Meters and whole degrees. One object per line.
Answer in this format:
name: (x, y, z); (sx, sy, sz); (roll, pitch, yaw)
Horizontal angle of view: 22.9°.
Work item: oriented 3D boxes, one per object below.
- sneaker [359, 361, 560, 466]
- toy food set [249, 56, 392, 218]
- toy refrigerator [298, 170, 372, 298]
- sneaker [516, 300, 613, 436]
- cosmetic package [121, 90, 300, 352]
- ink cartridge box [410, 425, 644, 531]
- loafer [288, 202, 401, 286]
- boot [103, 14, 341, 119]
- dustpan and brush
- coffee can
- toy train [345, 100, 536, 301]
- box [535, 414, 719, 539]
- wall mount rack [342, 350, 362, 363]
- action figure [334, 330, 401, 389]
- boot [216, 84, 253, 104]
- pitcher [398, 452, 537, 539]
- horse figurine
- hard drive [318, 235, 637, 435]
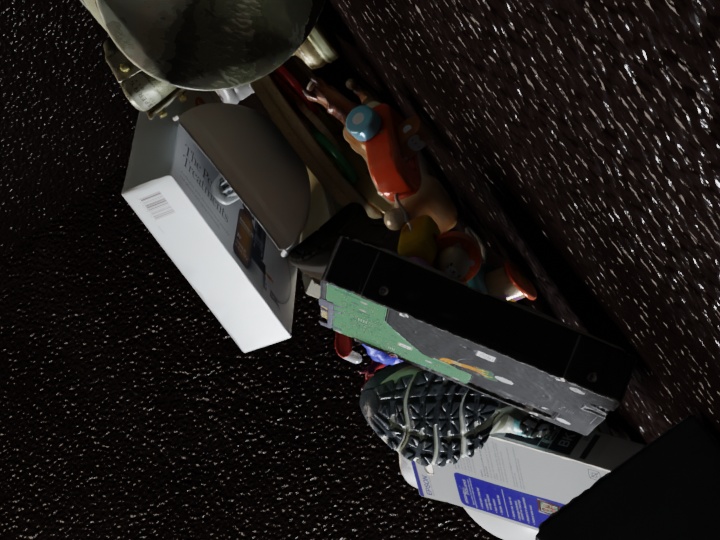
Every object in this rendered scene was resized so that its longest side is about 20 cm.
sneaker: (0.068, 0.087, 1.290); (0.199, 0.078, 0.086); (-1, -157, -42)
toy food set: (-0.033, -0.126, 1.481); (0.198, 0.049, 0.200); (46, -169, -44)
toy refrigerator: (-0.011, -0.039, 1.576); (0.076, 0.070, 0.200); (19, -159, -14)
sneaker: (0.133, 0.104, 1.404); (0.200, 0.081, 0.074); (53, 177, 15)
cosmetic package: (-0.118, -0.054, 1.481); (0.200, 0.051, 0.151); (56, -157, -38)
ink cartridge box: (0.128, 0.154, 1.366); (0.199, 0.039, 0.100); (13, 136, 31)
loafer: (0.000, 0.000, 1.374); (0.071, 0.073, 0.200); (53, 173, -15)
boot: (-0.109, -0.169, 1.343); (0.072, 0.154, 0.200); (57, 176, -36)
dustpan and brush: (-0.081, -0.089, 1.459); (0.140, 0.057, 0.200); (52, -147, -4)
coffee can: (-0.118, -0.209, 1.124); (0.147, 0.146, 0.200); (55, 176, -28)
toy train: (0.066, -0.033, 1.244); (0.200, 0.055, 0.151); (43, -149, -46)
box: (0.217, 0.222, 1.051); (0.200, 0.124, 0.197); (53, 178, 27)
wall mount rack: (0.070, 0.056, 1.625); (0.173, 0.075, 0.200); (15, -161, 0)
action figure: (0.034, 0.069, 1.449); (0.200, 0.065, 0.052); (23, -118, -70)
boot: (-0.134, -0.233, 1.562); (0.200, 0.095, 0.074); (56, 176, -32)
pitcher: (0.155, 0.178, 1.646); (0.200, 0.171, 0.122); (12, 108, 61)
horse figurine: (0.027, -0.074, 1.355); (0.200, 0.050, 0.133); (57, -178, -10)
hard drive: (0.071, 0.044, 1.145); (0.199, 0.038, 0.140); (21, 166, 4)
